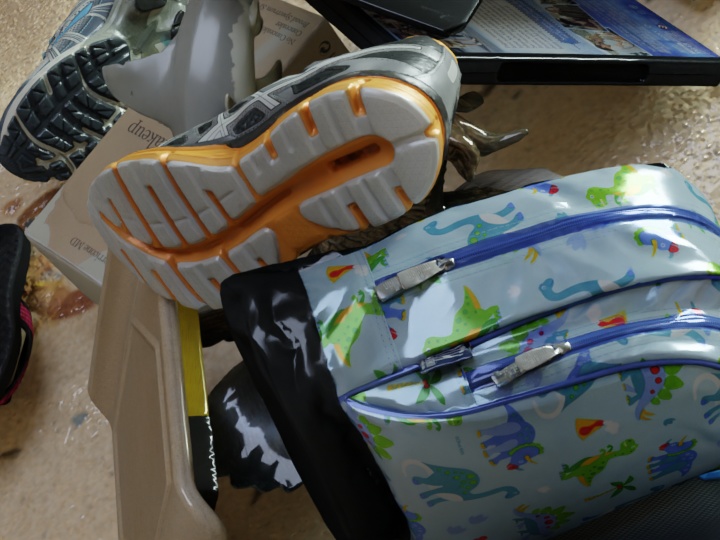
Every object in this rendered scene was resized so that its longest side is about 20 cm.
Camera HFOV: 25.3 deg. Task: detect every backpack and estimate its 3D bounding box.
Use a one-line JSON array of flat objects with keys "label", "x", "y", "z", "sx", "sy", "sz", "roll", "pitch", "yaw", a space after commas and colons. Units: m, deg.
[{"label": "backpack", "x": 0.067, "y": 0.038, "z": 0.658, "sx": 0.199, "sy": 0.164, "sz": 0.154, "roll": -29, "pitch": 49, "yaw": -9}]

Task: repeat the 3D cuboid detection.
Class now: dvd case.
[{"label": "dvd case", "x": 0.073, "y": -0.131, "z": 0.834, "sx": 0.143, "sy": 0.199, "sz": 0.018, "roll": 48, "pitch": 133, "yaw": 47}]

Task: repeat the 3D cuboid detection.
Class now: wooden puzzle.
[{"label": "wooden puzzle", "x": -0.098, "y": 0.089, "z": 0.785, "sx": 0.037, "sy": 0.186, "sz": 0.201, "roll": -2, "pitch": 50, "yaw": -18}]

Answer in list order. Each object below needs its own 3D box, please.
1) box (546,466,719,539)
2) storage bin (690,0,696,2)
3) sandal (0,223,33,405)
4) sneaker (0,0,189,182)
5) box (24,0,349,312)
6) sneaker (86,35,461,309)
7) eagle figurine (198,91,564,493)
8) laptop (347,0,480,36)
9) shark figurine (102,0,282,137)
[{"label": "box", "x": 0.116, "y": 0.103, "z": 0.709, "sx": 0.199, "sy": 0.046, "sz": 0.160, "roll": -11, "pitch": 52, "yaw": 27}, {"label": "storage bin", "x": 0.141, "y": -0.278, "z": 0.879, "sx": 0.093, "sy": 0.199, "sz": 0.200, "roll": -32, "pitch": 43, "yaw": -17}, {"label": "sandal", "x": -0.229, "y": 0.045, "z": 0.983, "sx": 0.075, "sy": 0.045, "sz": 0.201, "roll": -19, "pitch": 35, "yaw": 13}, {"label": "sneaker", "x": -0.174, "y": -0.137, "z": 1.069, "sx": 0.086, "sy": 0.078, "sz": 0.200, "roll": 12, "pitch": 57, "yaw": 51}, {"label": "box", "x": -0.091, "y": -0.062, "z": 0.943, "sx": 0.095, "sy": 0.078, "sz": 0.200, "roll": 26, "pitch": 74, "yaw": 41}, {"label": "sneaker", "x": -0.036, "y": -0.043, "z": 0.690, "sx": 0.199, "sy": 0.079, "sz": 0.077, "roll": -15, "pitch": 27, "yaw": 35}, {"label": "eagle figurine", "x": -0.007, "y": -0.003, "z": 0.797, "sx": 0.150, "sy": 0.151, "sz": 0.201, "roll": 32, "pitch": 112, "yaw": 25}, {"label": "laptop", "x": 0.007, "y": -0.178, "z": 0.845, "sx": 0.176, "sy": 0.200, "sz": 0.104, "roll": 23, "pitch": 92, "yaw": 14}, {"label": "shark figurine", "x": -0.088, "y": -0.119, "z": 0.839, "sx": 0.089, "sy": 0.128, "sz": 0.216, "roll": -1, "pitch": 76, "yaw": 9}]
